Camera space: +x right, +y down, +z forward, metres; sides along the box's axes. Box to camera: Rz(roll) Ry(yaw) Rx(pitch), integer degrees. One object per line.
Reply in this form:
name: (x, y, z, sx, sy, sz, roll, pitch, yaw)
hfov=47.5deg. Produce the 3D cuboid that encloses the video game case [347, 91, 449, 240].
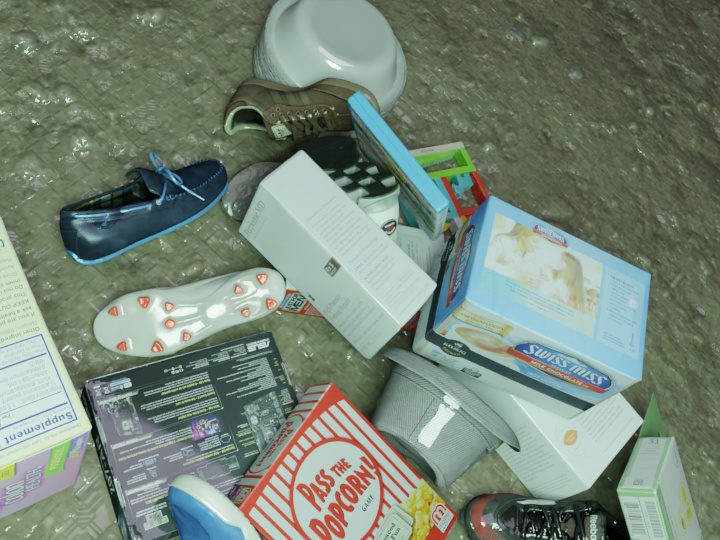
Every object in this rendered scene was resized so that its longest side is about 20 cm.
video game case: (0.042, -0.105, 0.881, 0.018, 0.200, 0.144, -38, 83, 0)

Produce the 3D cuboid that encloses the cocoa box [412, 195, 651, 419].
cocoa box: (0.177, 0.042, 0.846, 0.198, 0.131, 0.134, 25, 57, -9)

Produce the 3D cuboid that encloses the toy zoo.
toy zoo: (0.122, -0.072, 1.070, 0.130, 0.020, 0.202, -15, 71, -30)

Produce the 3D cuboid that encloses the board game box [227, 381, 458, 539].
board game box: (-0.015, 0.233, 0.788, 0.200, 0.046, 0.152, 47, 58, -15)

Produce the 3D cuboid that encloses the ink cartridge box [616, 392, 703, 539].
ink cartridge box: (0.345, 0.247, 0.913, 0.200, 0.048, 0.147, -38, 113, -50)

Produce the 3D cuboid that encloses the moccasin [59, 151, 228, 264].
moccasin: (-0.224, -0.077, 0.871, 0.080, 0.069, 0.200, 18, 42, 38)

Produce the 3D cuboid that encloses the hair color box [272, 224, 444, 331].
hair color box: (0.000, 0.000, 0.951, 0.198, 0.064, 0.112, 11, 59, -20)

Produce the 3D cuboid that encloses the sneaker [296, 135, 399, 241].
sneaker: (-0.017, -0.086, 0.920, 0.073, 0.089, 0.200, -19, 37, -14)

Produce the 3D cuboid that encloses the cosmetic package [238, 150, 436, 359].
cosmetic package: (-0.027, -0.014, 0.847, 0.200, 0.102, 0.074, 43, 56, 3)

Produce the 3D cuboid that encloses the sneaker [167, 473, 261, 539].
sneaker: (-0.130, 0.282, 0.705, 0.111, 0.076, 0.201, -40, 111, -35)

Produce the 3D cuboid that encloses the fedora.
fedora: (0.073, 0.162, 0.846, 0.176, 0.200, 0.091, 36, 81, 9)

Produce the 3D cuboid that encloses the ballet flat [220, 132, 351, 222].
ballet flat: (-0.091, -0.118, 0.990, 0.200, 0.046, 0.068, -40, 106, -29)

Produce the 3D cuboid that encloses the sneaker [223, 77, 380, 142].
sneaker: (-0.073, -0.179, 0.972, 0.198, 0.071, 0.076, 9, 56, 28)

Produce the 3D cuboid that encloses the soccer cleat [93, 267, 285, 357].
soccer cleat: (-0.174, 0.043, 0.853, 0.198, 0.078, 0.070, -14, 95, -10)

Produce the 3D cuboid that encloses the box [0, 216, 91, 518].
box: (-0.316, 0.089, 0.689, 0.096, 0.176, 0.201, -20, 72, -31)

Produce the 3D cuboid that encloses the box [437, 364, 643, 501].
box: (0.201, 0.144, 0.942, 0.124, 0.098, 0.200, -35, 81, -33)

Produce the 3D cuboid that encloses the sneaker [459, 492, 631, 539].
sneaker: (0.208, 0.276, 0.874, 0.198, 0.098, 0.071, 18, 59, -13)

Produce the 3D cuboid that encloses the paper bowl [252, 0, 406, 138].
paper bowl: (-0.032, -0.280, 1.064, 0.199, 0.104, 0.203, 12, 59, -20)

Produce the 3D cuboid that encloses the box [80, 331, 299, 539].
box: (-0.153, 0.161, 0.805, 0.198, 0.044, 0.161, -14, 70, -30)
